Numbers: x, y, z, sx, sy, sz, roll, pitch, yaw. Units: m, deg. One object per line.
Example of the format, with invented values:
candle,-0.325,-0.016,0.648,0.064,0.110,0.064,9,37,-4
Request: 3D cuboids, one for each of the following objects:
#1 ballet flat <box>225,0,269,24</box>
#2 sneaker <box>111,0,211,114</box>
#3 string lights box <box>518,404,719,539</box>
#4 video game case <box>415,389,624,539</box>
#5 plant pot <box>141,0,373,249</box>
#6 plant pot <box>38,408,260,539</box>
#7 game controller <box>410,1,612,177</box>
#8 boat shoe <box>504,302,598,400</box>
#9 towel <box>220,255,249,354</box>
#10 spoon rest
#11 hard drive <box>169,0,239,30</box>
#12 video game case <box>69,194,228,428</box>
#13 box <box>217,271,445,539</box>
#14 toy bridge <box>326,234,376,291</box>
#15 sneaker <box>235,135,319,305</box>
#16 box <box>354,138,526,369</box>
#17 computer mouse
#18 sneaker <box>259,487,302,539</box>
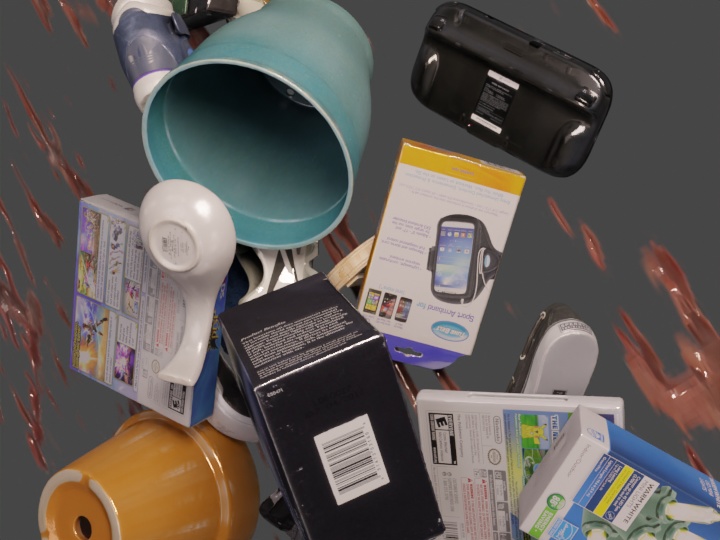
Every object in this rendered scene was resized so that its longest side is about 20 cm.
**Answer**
ballet flat,-0.099,-0.303,1.061,0.068,0.075,0.201,42,114,22
sneaker,-0.190,-0.211,1.072,0.080,0.200,0.148,-21,72,10
string lights box,0.241,0.208,0.850,0.199,0.059,0.103,29,110,0
video game case,0.146,0.203,0.925,0.180,0.022,0.202,0,110,20
plant pot,-0.076,-0.157,0.971,0.198,0.189,0.202,11,134,12
plant pot,-0.242,0.257,1.133,0.198,0.183,0.203,3,95,32
game controller,0.133,-0.168,0.952,0.199,0.042,0.105,34,125,26
boat shoe,0.162,0.122,0.942,0.057,0.068,0.202,-104,28,-58
towel,-0.147,-0.016,1.131,0.111,0.048,0.202,-31,78,31
spoon rest,-0.166,0.008,0.983,0.098,0.061,0.202,12,115,13
hard drive,-0.162,-0.324,1.060,0.200,0.037,0.142,-165,80,-64
video game case,-0.227,0.040,1.100,0.180,0.045,0.202,20,112,27
box,-0.033,0.135,0.938,0.122,0.198,0.202,-21,110,-10
toy bridge,0.000,0.000,1.027,0.200,0.067,0.027,-42,73,27
sneaker,-0.089,-0.049,1.042,0.074,0.088,0.202,-34,53,58
box,0.068,-0.010,0.967,0.118,0.042,0.202,15,106,-5
computer mouse,-0.176,0.111,1.143,0.201,0.044,0.110,53,147,17
sneaker,-0.053,0.294,1.084,0.113,0.075,0.202,20,101,33
